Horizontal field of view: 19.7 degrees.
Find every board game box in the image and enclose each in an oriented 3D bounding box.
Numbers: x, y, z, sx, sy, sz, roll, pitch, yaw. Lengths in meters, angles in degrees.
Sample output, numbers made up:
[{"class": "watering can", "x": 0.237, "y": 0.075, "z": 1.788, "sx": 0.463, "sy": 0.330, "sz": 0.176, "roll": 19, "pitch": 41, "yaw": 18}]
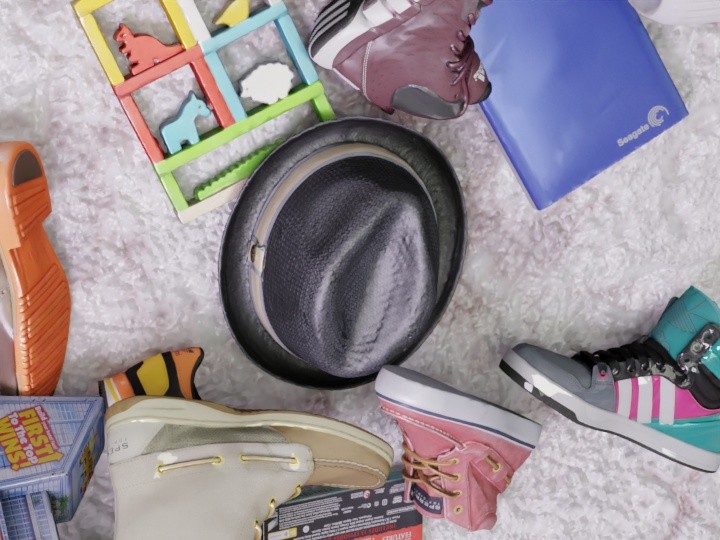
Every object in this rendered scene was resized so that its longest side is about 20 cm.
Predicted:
[{"class": "board game box", "x": -0.252, "y": 0.157, "z": 1.346, "sx": 0.200, "sy": 0.200, "sz": 0.062, "roll": -11, "pitch": 143, "yaw": -15}]

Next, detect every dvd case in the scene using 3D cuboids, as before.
[{"class": "dvd case", "x": -0.018, "y": 0.250, "z": 1.492, "sx": 0.146, "sy": 0.022, "sz": 0.200, "roll": -8, "pitch": 104, "yaw": -36}]

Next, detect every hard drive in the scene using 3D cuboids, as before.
[{"class": "hard drive", "x": 0.132, "y": -0.161, "z": 1.466, "sx": 0.132, "sy": 0.025, "sz": 0.200, "roll": -33, "pitch": 108, "yaw": -7}]

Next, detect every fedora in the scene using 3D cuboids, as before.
[{"class": "fedora", "x": 0.000, "y": 0.000, "z": 1.418, "sx": 0.200, "sy": 0.092, "sz": 0.201, "roll": -7, "pitch": 112, "yaw": -17}]

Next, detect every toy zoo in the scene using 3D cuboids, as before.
[{"class": "toy zoo", "x": -0.108, "y": -0.148, "z": 1.405, "sx": 0.131, "sy": 0.020, "sz": 0.200, "roll": -28, "pitch": 108, "yaw": -8}]

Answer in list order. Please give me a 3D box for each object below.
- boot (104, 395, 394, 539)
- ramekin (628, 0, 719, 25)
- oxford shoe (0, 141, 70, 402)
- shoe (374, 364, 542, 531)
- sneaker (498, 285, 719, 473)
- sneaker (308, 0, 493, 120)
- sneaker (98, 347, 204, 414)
[{"class": "boot", "x": -0.073, "y": 0.169, "z": 1.362, "sx": 0.200, "sy": 0.072, "sz": 0.155, "roll": 9, "pitch": 63, "yaw": -20}, {"class": "ramekin", "x": 0.224, "y": -0.258, "z": 1.381, "sx": 0.105, "sy": 0.200, "sz": 0.200, "roll": -14, "pitch": 105, "yaw": -8}, {"class": "oxford shoe", "x": -0.243, "y": 0.007, "z": 1.390, "sx": 0.073, "sy": 0.071, "sz": 0.200, "roll": 3, "pitch": 111, "yaw": 17}, {"class": "shoe", "x": 0.058, "y": 0.128, "z": 1.441, "sx": 0.200, "sy": 0.071, "sz": 0.091, "roll": 25, "pitch": 88, "yaw": -59}, {"class": "sneaker", "x": 0.206, "y": 0.062, "z": 1.503, "sx": 0.200, "sy": 0.084, "sz": 0.121, "roll": 22, "pitch": 100, "yaw": -27}, {"class": "sneaker", "x": 0.070, "y": -0.172, "z": 1.395, "sx": 0.200, "sy": 0.076, "sz": 0.116, "roll": -31, "pitch": 117, "yaw": 31}, {"class": "sneaker", "x": -0.104, "y": 0.147, "z": 1.445, "sx": 0.090, "sy": 0.070, "sz": 0.200, "roll": -28, "pitch": 106, "yaw": -5}]
